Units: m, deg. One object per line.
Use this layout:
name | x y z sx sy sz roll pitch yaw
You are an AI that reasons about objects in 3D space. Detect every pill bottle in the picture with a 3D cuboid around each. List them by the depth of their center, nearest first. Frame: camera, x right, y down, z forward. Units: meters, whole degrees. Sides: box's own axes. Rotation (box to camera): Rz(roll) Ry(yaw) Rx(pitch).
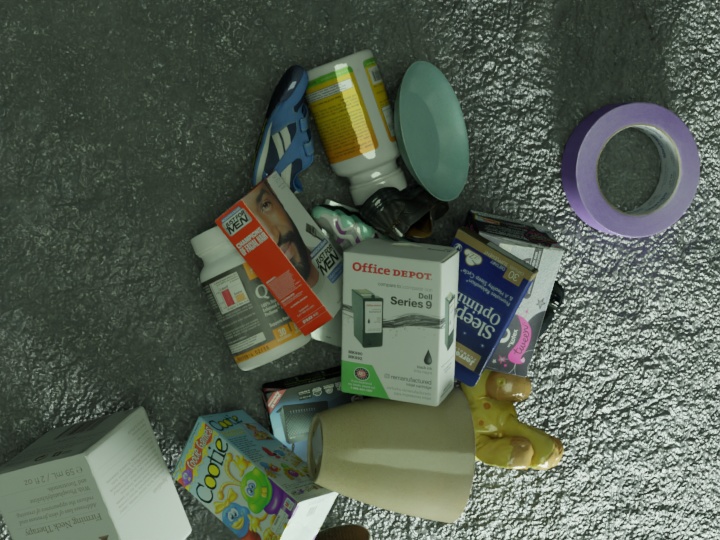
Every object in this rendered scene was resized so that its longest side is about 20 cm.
pill bottle | -0.157 0.030 1.517 0.116 0.116 0.201 -24 92 -7
pill bottle | -0.004 -0.201 1.524 0.110 0.111 0.202 -21 100 -7

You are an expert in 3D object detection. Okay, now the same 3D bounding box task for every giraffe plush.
giraffe plush | 0.203 0.204 1.605 0.198 0.172 0.164 4 85 23

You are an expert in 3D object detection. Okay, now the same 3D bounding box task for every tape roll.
tape roll | 0.409 -0.153 1.628 0.198 0.066 0.202 -1 96 -10

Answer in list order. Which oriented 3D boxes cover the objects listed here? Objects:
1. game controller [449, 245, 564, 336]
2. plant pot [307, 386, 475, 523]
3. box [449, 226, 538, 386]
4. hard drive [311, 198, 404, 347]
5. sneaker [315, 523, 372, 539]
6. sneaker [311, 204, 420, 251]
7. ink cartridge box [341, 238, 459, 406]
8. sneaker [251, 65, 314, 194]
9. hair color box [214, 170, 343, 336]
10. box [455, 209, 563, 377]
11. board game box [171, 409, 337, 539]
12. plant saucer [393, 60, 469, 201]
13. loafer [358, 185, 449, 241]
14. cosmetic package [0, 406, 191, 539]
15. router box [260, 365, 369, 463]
game controller | 0.211 0.027 1.632 0.199 0.042 0.105 28 106 -11
plant pot | 0.032 0.247 1.481 0.198 0.187 0.189 6 95 -15
box | 0.146 0.056 1.479 0.121 0.032 0.201 30 113 14
hard drive | -0.022 0.010 1.590 0.131 0.026 0.202 17 94 -12
sneaker | -0.068 0.458 1.623 0.199 0.073 0.085 -28 134 -13
sneaker | 0.000 0.000 1.541 0.199 0.078 0.141 26 102 0
ink cartridge box | 0.052 0.067 1.456 0.145 0.084 0.202 6 105 21
sneaker | -0.097 -0.192 1.505 0.081 0.074 0.201 14 124 -9
hair color box | -0.096 -0.025 1.470 0.064 0.111 0.200 -34 99 33
box | 0.199 0.034 1.551 0.131 0.115 0.202 12 109 -6
board game box | -0.148 0.297 1.501 0.199 0.105 0.104 35 106 28
plant saucer | 0.093 -0.195 1.532 0.038 0.201 0.203 -10 101 33
loafer | 0.075 -0.073 1.522 0.072 0.199 0.073 52 121 17
cosmetic package | -0.364 0.321 1.467 0.166 0.166 0.202 -17 100 20
router box | -0.038 0.225 1.592 0.198 0.062 0.151 -13 100 -9
